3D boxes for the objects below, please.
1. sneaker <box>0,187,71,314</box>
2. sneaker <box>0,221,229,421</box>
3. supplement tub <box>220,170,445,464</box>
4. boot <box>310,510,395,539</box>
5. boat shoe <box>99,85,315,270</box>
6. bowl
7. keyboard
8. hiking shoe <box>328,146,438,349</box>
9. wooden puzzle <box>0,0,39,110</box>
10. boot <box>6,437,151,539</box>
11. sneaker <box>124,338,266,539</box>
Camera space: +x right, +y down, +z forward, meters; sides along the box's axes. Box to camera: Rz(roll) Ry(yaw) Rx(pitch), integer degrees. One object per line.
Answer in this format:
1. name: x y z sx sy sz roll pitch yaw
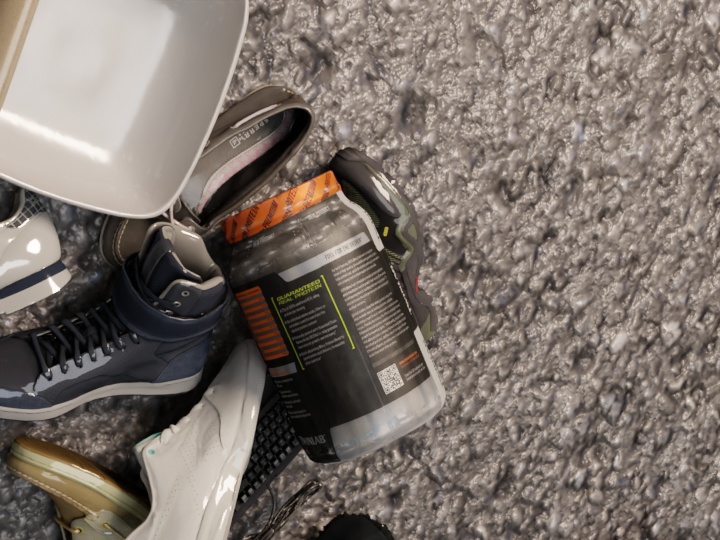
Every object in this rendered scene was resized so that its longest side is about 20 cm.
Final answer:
1. sneaker: -0.309 0.008 0.915 0.198 0.076 0.081 -24 103 -25
2. sneaker: -0.190 0.034 0.944 0.200 0.077 0.147 -8 143 -35
3. supplement tub: -0.024 0.035 0.993 0.121 0.122 0.202 -25 95 -20
4. boot: -0.039 0.265 1.073 0.167 0.200 0.077 -31 85 -16
5. boat shoe: -0.118 -0.072 0.997 0.200 0.057 0.067 -43 120 -12
6. bowl: -0.196 -0.153 0.920 0.198 0.074 0.202 21 93 -32
7. keyboard: -0.080 0.168 1.074 0.200 0.020 0.128 -45 123 -33
8. hiking shoe: 0.000 0.000 1.074 0.100 0.075 0.202 -29 117 -23
9. wooden puzzle: -0.261 -0.161 0.813 0.037 0.199 0.187 16 97 -46
10. boot: -0.226 0.233 1.015 0.200 0.072 0.156 40 79 -36
11. sneaker: -0.128 0.135 0.994 0.087 0.076 0.202 15 59 0
